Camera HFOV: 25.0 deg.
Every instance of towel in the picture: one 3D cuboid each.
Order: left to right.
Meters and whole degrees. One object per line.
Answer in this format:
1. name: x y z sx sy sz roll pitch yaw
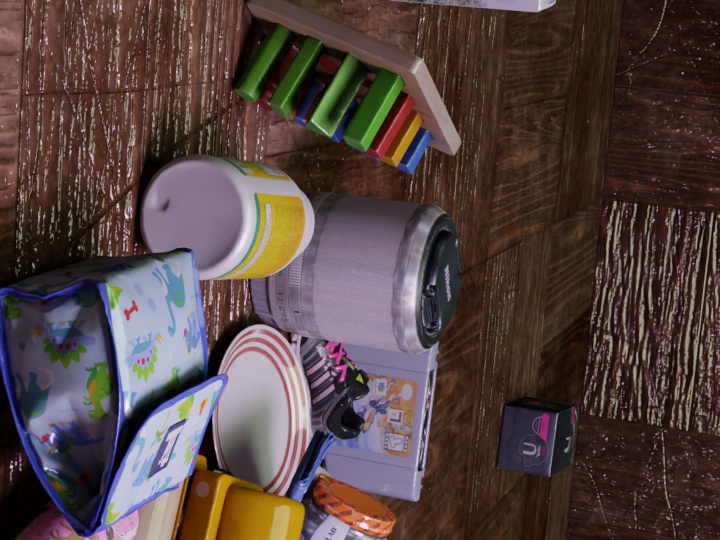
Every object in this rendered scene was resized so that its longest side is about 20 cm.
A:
1. towel: -0.081 0.268 1.645 0.145 0.024 0.200 -58 172 -71

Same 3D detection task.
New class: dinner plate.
1. dinner plate: -0.109 0.157 1.705 0.200 0.024 0.201 22 65 -61

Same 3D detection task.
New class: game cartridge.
1. game cartridge: 0.021 0.174 1.991 0.042 0.133 0.200 -1 98 -72

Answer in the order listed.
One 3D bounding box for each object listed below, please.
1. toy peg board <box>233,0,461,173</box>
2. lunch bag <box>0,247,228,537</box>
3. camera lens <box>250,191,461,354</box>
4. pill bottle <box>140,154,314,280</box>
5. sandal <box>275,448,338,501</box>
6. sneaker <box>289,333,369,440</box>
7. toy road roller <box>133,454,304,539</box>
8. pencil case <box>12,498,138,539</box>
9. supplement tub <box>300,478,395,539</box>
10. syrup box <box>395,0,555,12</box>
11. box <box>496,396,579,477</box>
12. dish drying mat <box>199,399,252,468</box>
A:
1. toy peg board: -0.023 -0.167 1.653 0.098 0.200 0.199 -59 157 -11
2. lunch bag: -0.192 0.093 1.290 0.170 0.127 0.200 -24 109 -68
3. camera lens: 0.000 0.000 1.749 0.160 0.200 0.160 8 90 -71
4. pill bottle: -0.116 -0.048 1.521 0.200 0.113 0.113 -3 100 -71
5. sandal: -0.076 0.239 1.838 0.079 0.059 0.207 -43 135 -2
6. sneaker: -0.030 0.115 1.885 0.074 0.087 0.200 -48 142 -59
7. toy road roller: -0.141 0.234 1.492 0.200 0.146 0.123 36 63 -64
8. pencil case: -0.252 0.237 1.279 0.200 0.083 0.087 -51 152 -58
9. supplement tub: -0.047 0.339 1.792 0.200 0.122 0.123 -63 163 7
10. syrup box: 0.141 -0.372 2.016 0.081 0.200 0.079 -39 133 -64
11. box: 0.334 0.308 3.033 0.200 0.106 0.123 -3 100 -71
12. dish drying mat: -0.150 0.204 1.674 0.200 0.018 0.077 -58 151 -52
